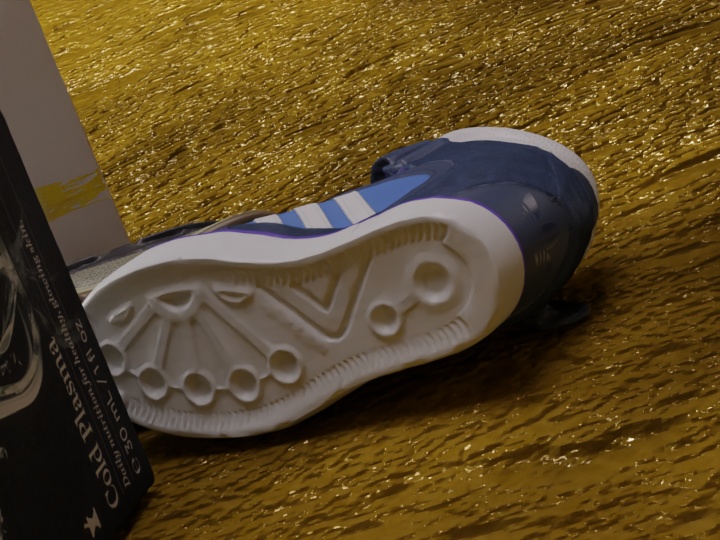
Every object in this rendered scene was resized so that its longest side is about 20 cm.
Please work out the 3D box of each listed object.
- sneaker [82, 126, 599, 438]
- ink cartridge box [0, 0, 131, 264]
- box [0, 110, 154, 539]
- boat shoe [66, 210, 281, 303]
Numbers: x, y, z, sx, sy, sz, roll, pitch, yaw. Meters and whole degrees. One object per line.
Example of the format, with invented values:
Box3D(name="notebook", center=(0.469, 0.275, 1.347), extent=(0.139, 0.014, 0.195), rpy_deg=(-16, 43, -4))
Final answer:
Box3D(name="sneaker", center=(0.000, 0.000, 0.846), extent=(0.200, 0.081, 0.146), rpy_deg=(-15, 10, 29))
Box3D(name="ink cartridge box", center=(-0.201, -0.036, 0.959), extent=(0.125, 0.200, 0.128), rpy_deg=(-31, 20, -29))
Box3D(name="box", center=(-0.184, 0.043, 0.708), extent=(0.124, 0.200, 0.197), rpy_deg=(-13, 20, 21))
Box3D(name="boat shoe", center=(-0.113, 0.033, 0.889), extent=(0.200, 0.073, 0.065), rpy_deg=(-21, 6, -10))
